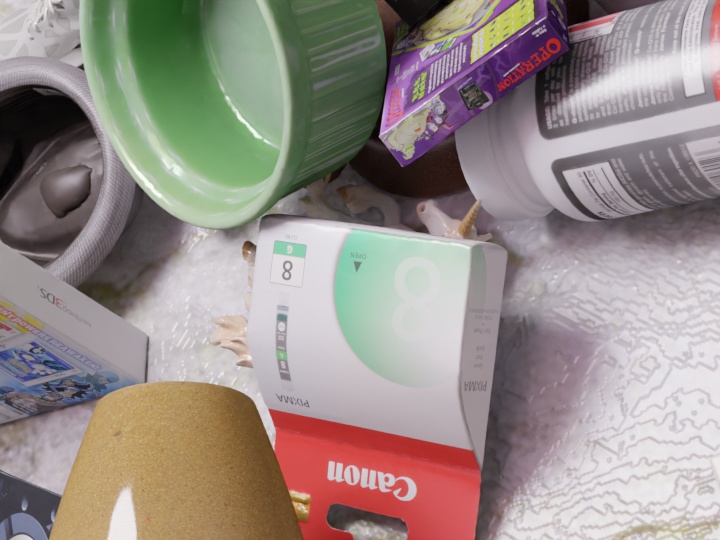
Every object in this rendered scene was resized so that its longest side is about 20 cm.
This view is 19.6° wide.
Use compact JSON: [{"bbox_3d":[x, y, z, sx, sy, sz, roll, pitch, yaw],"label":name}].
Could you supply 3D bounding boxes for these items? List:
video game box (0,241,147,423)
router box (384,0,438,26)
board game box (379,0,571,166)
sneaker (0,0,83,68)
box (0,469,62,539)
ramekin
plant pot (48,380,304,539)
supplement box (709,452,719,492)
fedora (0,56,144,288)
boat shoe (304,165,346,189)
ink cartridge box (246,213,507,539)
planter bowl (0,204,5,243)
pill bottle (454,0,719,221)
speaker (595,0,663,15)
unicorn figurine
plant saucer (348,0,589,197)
[{"bbox_3d":[-0.274,0.042,1.401,0.181,0.200,0.047,-14,58,30],"label":"video game box"},{"bbox_3d":[0.058,-0.260,1.356,0.157,0.052,0.200,-42,25,11],"label":"router box"},{"bbox_3d":[0.069,-0.140,1.243,0.119,0.032,0.200,-30,20,17],"label":"board game box"},{"bbox_3d":[-0.223,-0.211,1.548,0.199,0.115,0.076,-14,59,31],"label":"sneaker"},{"bbox_3d":[-0.177,0.236,1.306,0.199,0.086,0.165,15,76,40],"label":"box"},{"bbox_3d":[-0.076,-0.135,1.283,0.199,0.097,0.202,24,124,40],"label":"ramekin"},{"bbox_3d":[-0.100,0.171,1.151,0.185,0.186,0.202,-15,64,30],"label":"plant pot"},{"bbox_3d":[0.288,0.095,1.006,0.199,0.126,0.074,-31,54,21],"label":"supplement box"},{"bbox_3d":[-0.231,-0.055,1.476,0.199,0.090,0.178,-34,73,17],"label":"fedora"},{"bbox_3d":[-0.060,-0.146,1.396,0.201,0.067,0.072,57,147,19],"label":"boat shoe"},{"bbox_3d":[0.001,0.074,1.235,0.160,0.050,0.202,8,91,36],"label":"ink cartridge box"},{"bbox_3d":[-0.348,-0.031,1.571,0.199,0.083,0.202,-17,58,29],"label":"planter bowl"},{"bbox_3d":[0.160,-0.092,1.200,0.199,0.116,0.117,-11,61,35],"label":"pill bottle"},{"bbox_3d":[0.135,-0.219,1.229,0.081,0.200,0.082,-16,59,29],"label":"speaker"},{"bbox_3d":[0.000,0.000,1.314,0.137,0.074,0.201,46,112,32],"label":"unicorn figurine"},{"bbox_3d":[0.055,-0.146,1.365,0.199,0.034,0.202,-18,58,30],"label":"plant saucer"}]
